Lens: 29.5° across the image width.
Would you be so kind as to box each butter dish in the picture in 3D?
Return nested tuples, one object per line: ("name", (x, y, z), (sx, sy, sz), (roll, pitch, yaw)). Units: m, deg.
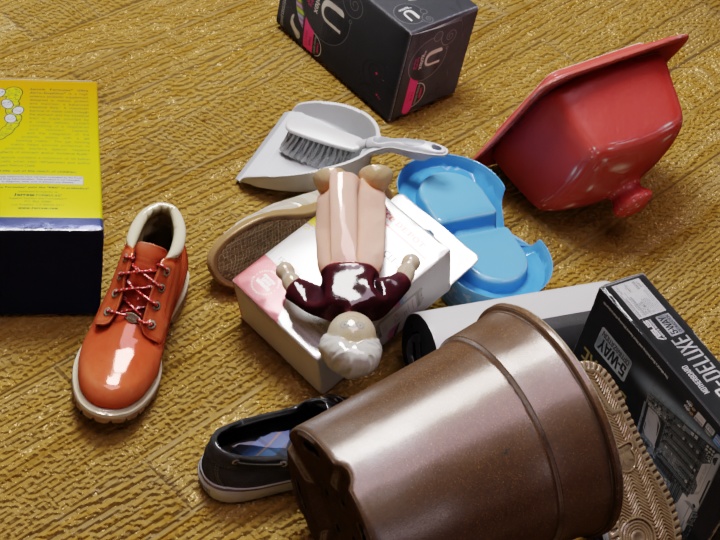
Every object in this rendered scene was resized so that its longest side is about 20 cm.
("butter dish", (0.243, -0.123, 1.382), (0.200, 0.199, 0.148), (-22, 78, -29))

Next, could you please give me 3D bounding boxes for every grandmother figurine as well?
("grandmother figurine", (-0.011, 0.003, 1.153), (0.121, 0.061, 0.200), (-9, 54, 9))

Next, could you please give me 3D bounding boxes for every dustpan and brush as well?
("dustpan and brush", (-0.009, -0.123, 1.364), (0.200, 0.057, 0.140), (16, 44, 14))

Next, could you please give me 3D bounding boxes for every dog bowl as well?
("dog bowl", (0.105, -0.029, 1.328), (0.111, 0.050, 0.200), (-12, 50, -23))

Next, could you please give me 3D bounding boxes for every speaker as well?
("speaker", (0.140, 0.062, 1.226), (0.200, 0.081, 0.081), (-8, 49, -21))

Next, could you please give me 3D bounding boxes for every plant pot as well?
("plant pot", (0.063, 0.153, 1.052), (0.198, 0.200, 0.200), (-22, 55, -21))

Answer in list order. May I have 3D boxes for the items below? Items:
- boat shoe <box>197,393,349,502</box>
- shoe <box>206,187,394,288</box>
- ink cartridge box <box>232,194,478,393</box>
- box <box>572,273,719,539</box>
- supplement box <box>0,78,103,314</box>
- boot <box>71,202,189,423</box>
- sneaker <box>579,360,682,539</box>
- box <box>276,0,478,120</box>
("boat shoe", (-0.037, 0.133, 1.124), (0.200, 0.066, 0.070), (-9, 49, -21))
("shoe", (-0.060, -0.034, 1.297), (0.200, 0.070, 0.053), (-23, 13, -26))
("ink cartridge box", (0.000, 0.000, 1.226), (0.200, 0.068, 0.116), (-39, 63, -20))
("box", (0.252, 0.126, 1.135), (0.050, 0.158, 0.200), (-17, 53, -27))
("supplement box", (-0.290, -0.069, 1.232), (0.109, 0.109, 0.200), (0, 46, -13))
("boot", (-0.193, 0.032, 1.160), (0.075, 0.107, 0.200), (14, 46, -2))
("sneaker", (0.192, 0.180, 1.141), (0.070, 0.108, 0.200), (-16, 82, -29))
("box", (0.014, -0.279, 1.498), (0.106, 0.122, 0.200), (-27, 57, -34))
